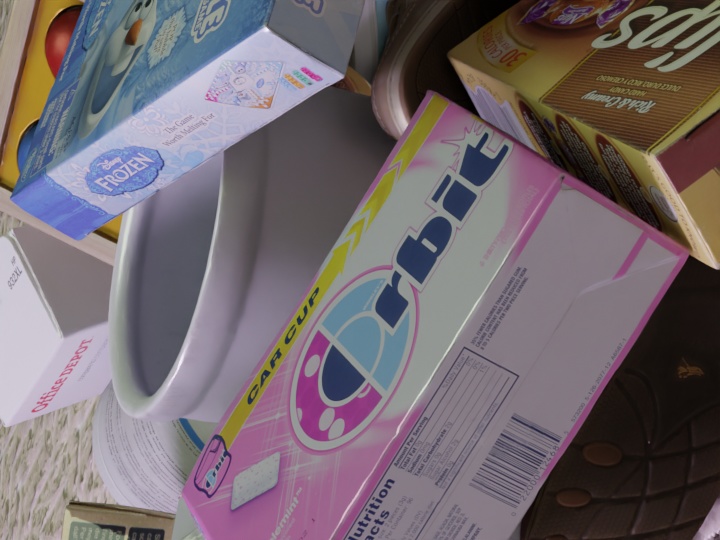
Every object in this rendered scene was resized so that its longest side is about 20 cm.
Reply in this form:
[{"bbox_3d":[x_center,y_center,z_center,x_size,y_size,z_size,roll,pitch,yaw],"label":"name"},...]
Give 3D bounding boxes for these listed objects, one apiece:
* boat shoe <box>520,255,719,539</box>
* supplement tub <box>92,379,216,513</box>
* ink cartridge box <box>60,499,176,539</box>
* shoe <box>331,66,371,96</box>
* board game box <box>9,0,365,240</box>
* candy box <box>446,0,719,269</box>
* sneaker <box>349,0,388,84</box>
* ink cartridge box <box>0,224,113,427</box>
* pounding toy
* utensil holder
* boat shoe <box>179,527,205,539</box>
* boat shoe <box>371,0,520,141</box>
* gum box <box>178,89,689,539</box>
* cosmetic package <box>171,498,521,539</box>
[{"bbox_3d":[0.114,0.045,0.756,0.068,0.072,0.200,-136,65,-71],"label":"boat shoe"},{"bbox_3d":[-0.076,0.082,1.131,0.200,0.132,0.132,144,133,-59],"label":"supplement tub"},{"bbox_3d":[-0.099,0.224,1.047,0.200,0.075,0.165,31,-116,-65],"label":"ink cartridge box"},{"bbox_3d":[-0.032,-0.098,1.170,0.200,0.053,0.070,9,94,62],"label":"shoe"},{"bbox_3d":[-0.060,-0.133,0.801,0.199,0.043,0.200,-25,42,46],"label":"board game box"},{"bbox_3d":[0.124,-0.079,0.721,0.117,0.056,0.200,-36,23,-5],"label":"candy box"},{"bbox_3d":[0.009,-0.177,1.146,0.074,0.082,0.200,50,154,26],"label":"sneaker"},{"bbox_3d":[-0.149,0.014,1.237,0.084,0.200,0.145,61,145,14],"label":"ink cartridge box"},{"bbox_3d":[-0.111,-0.092,1.071,0.142,0.200,0.184,-32,-36,-62],"label":"pounding toy"},{"bbox_3d":[0.000,0.000,0.880,0.170,0.200,0.170,-169,90,-68],"label":"utensil holder"},{"bbox_3d":[-0.112,0.170,0.785,0.200,0.068,0.072,-47,29,23],"label":"boat shoe"},{"bbox_3d":[0.046,-0.110,0.869,0.200,0.065,0.072,-52,-51,-49],"label":"boat shoe"},{"bbox_3d":[0.019,0.045,0.687,0.200,0.066,0.113,-58,29,6],"label":"gum box"},{"bbox_3d":[-0.016,0.135,0.788,0.200,0.052,0.151,-33,34,41],"label":"cosmetic package"}]
